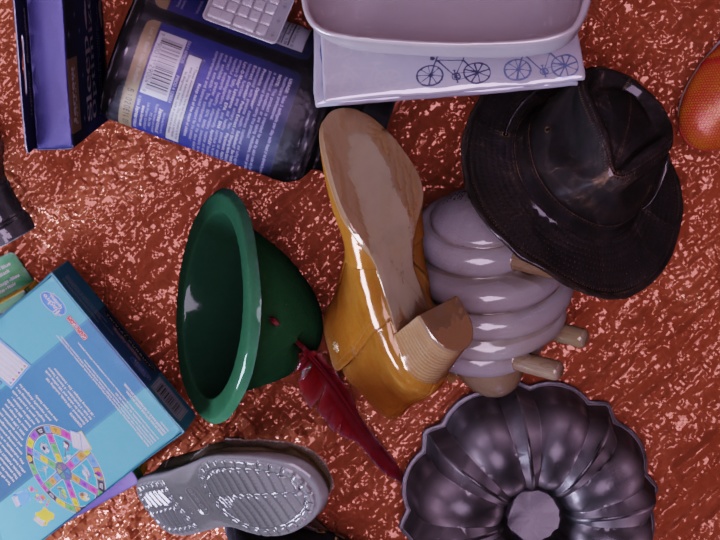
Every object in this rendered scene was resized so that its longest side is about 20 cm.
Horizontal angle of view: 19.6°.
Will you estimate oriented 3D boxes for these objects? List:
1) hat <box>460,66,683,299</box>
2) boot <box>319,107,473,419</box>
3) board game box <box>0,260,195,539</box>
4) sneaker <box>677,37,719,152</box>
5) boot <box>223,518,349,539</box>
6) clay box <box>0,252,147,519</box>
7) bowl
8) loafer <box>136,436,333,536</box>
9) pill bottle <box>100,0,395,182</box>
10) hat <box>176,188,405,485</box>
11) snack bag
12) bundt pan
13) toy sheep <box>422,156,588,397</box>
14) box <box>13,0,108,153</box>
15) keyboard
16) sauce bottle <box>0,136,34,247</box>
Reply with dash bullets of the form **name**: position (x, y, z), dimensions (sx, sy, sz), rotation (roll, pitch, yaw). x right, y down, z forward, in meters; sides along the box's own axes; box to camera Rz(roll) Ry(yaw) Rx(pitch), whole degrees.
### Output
- **hat**: position (0.169, -0.083, 1.455), dimensions (0.201, 0.201, 0.081), rotation (43, 138, -6)
- **boot**: position (0.001, 0.000, 1.467), dimensions (0.071, 0.144, 0.201), rotation (-19, 77, -30)
- **board game box**: position (-0.247, 0.113, 1.541), dimensions (0.200, 0.047, 0.151), rotation (-38, 95, 14)
- **sneaker**: position (0.312, -0.157, 1.498), dimensions (0.200, 0.077, 0.073), rotation (-38, 99, 11)
- **boot**: position (-0.021, 0.246, 1.555), dimensions (0.200, 0.151, 0.073), rotation (36, 101, -5)
- **clay box**: position (-0.263, 0.098, 1.590), dimensions (0.115, 0.048, 0.200), rotation (-29, 99, 8)
- **bowl**: position (0.065, -0.231, 1.416), dimensions (0.200, 0.075, 0.200), rotation (2, 73, 9)
- **loafer**: position (-0.087, 0.147, 1.523), dimensions (0.200, 0.070, 0.075), rotation (-9, 118, 48)
- **pill bottle**: position (-0.077, -0.130, 1.503), dimensions (0.200, 0.112, 0.112), rotation (20, 101, -1)
- **hat**: position (-0.032, 0.037, 1.553), dimensions (0.176, 0.166, 0.200), rotation (2, 139, -23)
- **snack bag**: position (0.057, -0.209, 1.469), dimensions (0.188, 0.021, 0.200), rotation (-4, 64, 4)
- **bundt pan**: position (0.130, 0.186, 1.564), dimensions (0.202, 0.076, 0.202), rotation (0, 97, -1)
- **toy sheep**: position (0.095, 0.006, 1.510), dimensions (0.138, 0.138, 0.200), rotation (0, 119, 3)
- **box**: position (-0.207, -0.153, 1.460), dimensions (0.032, 0.200, 0.121), rotation (-2, 101, 4)
- **keyboard**: position (-0.050, -0.255, 1.482), dimensions (0.056, 0.011, 0.200), rotation (22, 73, -1)
- **sauce bottle**: position (-0.308, -0.109, 1.542), dimensions (0.066, 0.066, 0.200), rotation (-26, 97, 7)
